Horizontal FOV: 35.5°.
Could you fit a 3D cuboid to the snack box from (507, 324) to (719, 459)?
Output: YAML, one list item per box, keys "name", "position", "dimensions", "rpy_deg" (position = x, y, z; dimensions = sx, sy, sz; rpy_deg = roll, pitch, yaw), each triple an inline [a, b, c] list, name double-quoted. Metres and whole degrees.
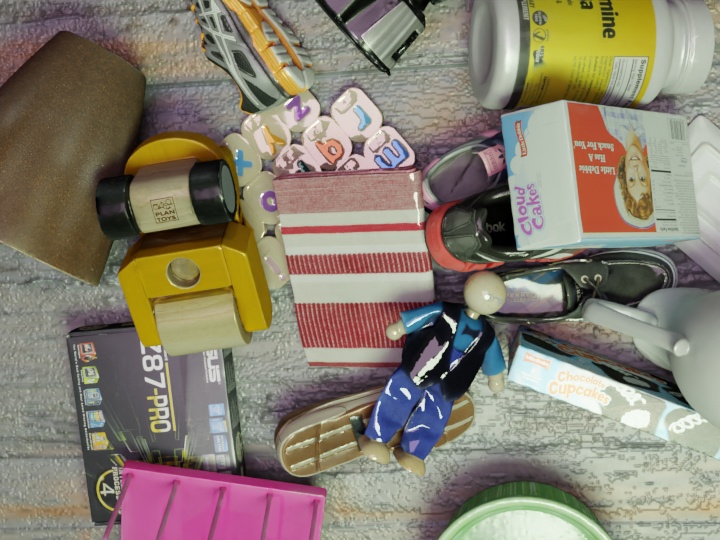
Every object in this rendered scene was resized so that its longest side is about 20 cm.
- name: "snack box"
  position: [0.234, 0.109, 1.036]
  dimensions: [0.198, 0.116, 0.037]
  rpy_deg: [20, 98, 5]

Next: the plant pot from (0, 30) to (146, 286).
- name: "plant pot"
  position: [-0.289, -0.116, 1.071]
  dimensions: [0.186, 0.187, 0.201]
  rpy_deg: [26, 85, 5]

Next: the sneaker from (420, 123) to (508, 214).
- name: "sneaker"
  position: [0.142, -0.105, 1.043]
  dimensions: [0.199, 0.082, 0.071]
  rpy_deg: [-30, 87, 9]

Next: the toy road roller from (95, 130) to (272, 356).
- name: "toy road roller"
  position: [-0.157, -0.035, 1.066]
  dimensions: [0.122, 0.146, 0.202]
  rpy_deg: [-8, 116, 8]

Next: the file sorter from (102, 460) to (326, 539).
- name: "file sorter"
  position: [-0.142, 0.287, 1.071]
  dimensions: [0.198, 0.126, 0.140]
  rpy_deg: [8, 119, 0]

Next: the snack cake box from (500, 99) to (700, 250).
- name: "snack cake box"
  position: [0.212, -0.078, 0.972]
  dimensions: [0.067, 0.199, 0.116]
  rpy_deg: [-8, 86, 44]

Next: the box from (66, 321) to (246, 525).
- name: "box"
  position: [-0.203, 0.151, 1.137]
  dimensions: [0.159, 0.049, 0.202]
  rpy_deg: [-5, 96, 5]

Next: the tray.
- name: "tray"
  position: [0.358, -0.041, 1.050]
  dimensions: [0.200, 0.022, 0.108]
  rpy_deg: [41, 99, 2]

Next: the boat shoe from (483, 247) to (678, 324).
- name: "boat shoe"
  position: [0.200, 0.021, 1.061]
  dimensions: [0.198, 0.057, 0.069]
  rpy_deg: [-8, 94, 9]

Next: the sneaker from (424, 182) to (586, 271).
- name: "sneaker"
  position: [0.161, -0.044, 1.010]
  dimensions: [0.199, 0.098, 0.072]
  rpy_deg: [-9, 86, -22]

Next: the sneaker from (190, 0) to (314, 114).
- name: "sneaker"
  position: [-0.127, -0.239, 1.075]
  dimensions: [0.077, 0.078, 0.201]
  rpy_deg: [-35, 82, 30]

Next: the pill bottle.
- name: "pill bottle"
  position: [0.203, -0.200, 0.996]
  dimensions: [0.198, 0.112, 0.114]
  rpy_deg: [-2, 96, -10]

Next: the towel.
- name: "towel"
  position: [0.000, 0.000, 1.070]
  dimensions: [0.143, 0.023, 0.202]
  rpy_deg: [-1, 113, 18]

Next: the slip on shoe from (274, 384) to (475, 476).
- name: "slip on shoe"
  position: [0.012, 0.147, 1.101]
  dimensions: [0.198, 0.061, 0.077]
  rpy_deg: [-17, 110, -7]

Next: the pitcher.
- name: "pitcher"
  position: [0.294, 0.066, 0.959]
  dimensions: [0.170, 0.200, 0.123]
  rpy_deg: [9, 99, -14]

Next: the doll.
- name: "doll"
  position: [0.077, 0.090, 1.040]
  dimensions: [0.135, 0.048, 0.201]
  rpy_deg: [22, 103, -21]

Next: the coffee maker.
- name: "coffee maker"
  position: [0.036, -0.312, 1.028]
  dimensions: [0.199, 0.135, 0.193]
  rpy_deg: [-38, 67, 9]

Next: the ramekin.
- name: "ramekin"
  position: [0.158, 0.301, 1.076]
  dimensions: [0.198, 0.098, 0.202]
  rpy_deg: [1, 96, 8]

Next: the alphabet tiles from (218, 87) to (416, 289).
- name: "alphabet tiles"
  position: [-0.045, -0.080, 1.107]
  dimensions: [0.200, 0.015, 0.196]
  rpy_deg: [-42, 87, 10]
